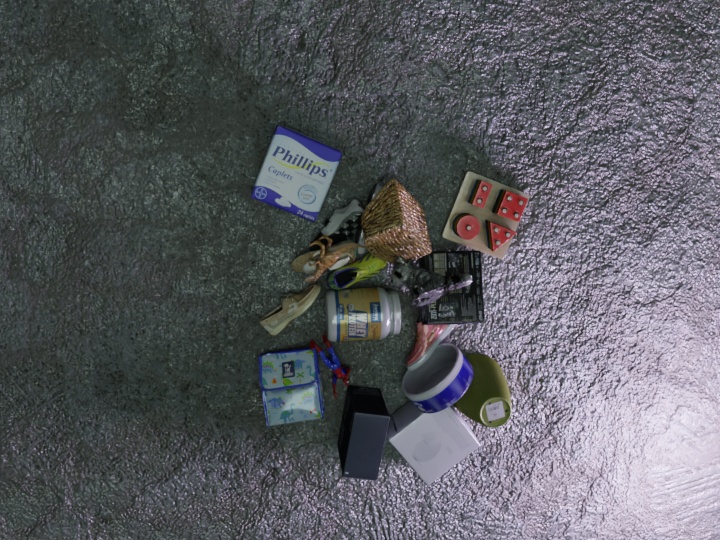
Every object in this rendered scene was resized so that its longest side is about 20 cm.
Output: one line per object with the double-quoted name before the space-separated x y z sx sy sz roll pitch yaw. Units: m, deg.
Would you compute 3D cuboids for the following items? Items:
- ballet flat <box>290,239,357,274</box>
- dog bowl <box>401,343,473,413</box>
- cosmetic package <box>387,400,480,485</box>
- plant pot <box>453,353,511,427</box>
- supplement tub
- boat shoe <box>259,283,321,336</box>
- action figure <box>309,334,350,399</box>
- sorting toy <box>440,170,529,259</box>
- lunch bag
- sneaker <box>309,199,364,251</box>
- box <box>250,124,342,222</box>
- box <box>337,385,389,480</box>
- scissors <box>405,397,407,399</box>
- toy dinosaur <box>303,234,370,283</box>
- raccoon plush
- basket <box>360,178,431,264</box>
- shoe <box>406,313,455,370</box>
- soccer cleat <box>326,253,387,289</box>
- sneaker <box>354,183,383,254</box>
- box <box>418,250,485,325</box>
"ballet flat" -0.101 -0.025 1.607 0.199 0.066 0.071 -22 139 17
"dog bowl" 0.218 0.306 1.675 0.200 0.200 0.079 -39 107 3
"cosmetic package" 0.211 0.485 1.755 0.200 0.123 0.200 -37 104 4
"plant pot" 0.356 0.366 1.705 0.186 0.200 0.188 -1 103 -6
"supplement tub" 0.005 0.121 1.637 0.199 0.145 0.146 -3 103 -6
"boat shoe" -0.196 0.099 1.649 0.200 0.072 0.065 -41 105 9
"action figure" -0.074 0.283 1.669 0.065 0.099 0.200 -23 131 9
"sorting toy" 0.358 -0.150 1.653 0.199 0.070 0.200 19 100 -11
"lunch bag" -0.195 0.326 1.679 0.169 0.127 0.201 -7 91 -2
"sneaker" -0.063 -0.119 1.619 0.200 0.089 0.074 -35 136 24
"box" -0.170 -0.257 1.551 0.183 0.105 0.201 21 99 -11
"box" 0.005 0.464 1.697 0.103 0.182 0.201 9 102 -8
"scissors" 0.217 0.339 1.757 0.199 0.073 0.014 -29 110 35
"toy dinosaur" -0.075 -0.046 1.556 0.200 0.060 0.106 -38 91 19
"raccoon plush" 0.182 0.011 1.578 0.199 0.097 0.135 -13 64 -17
"basket" 0.084 -0.121 1.577 0.142 0.200 0.150 -21 61 24
"shoe" 0.182 0.191 1.715 0.091 0.071 0.200 42 90 -12
"soccer cleat" 0.000 0.001 1.625 0.199 0.084 0.065 -24 98 -19
"sneaker" 0.041 -0.133 1.622 0.080 0.070 0.201 19 100 -14
"box" 0.253 0.050 1.648 0.163 0.086 0.201 -2 82 -6
